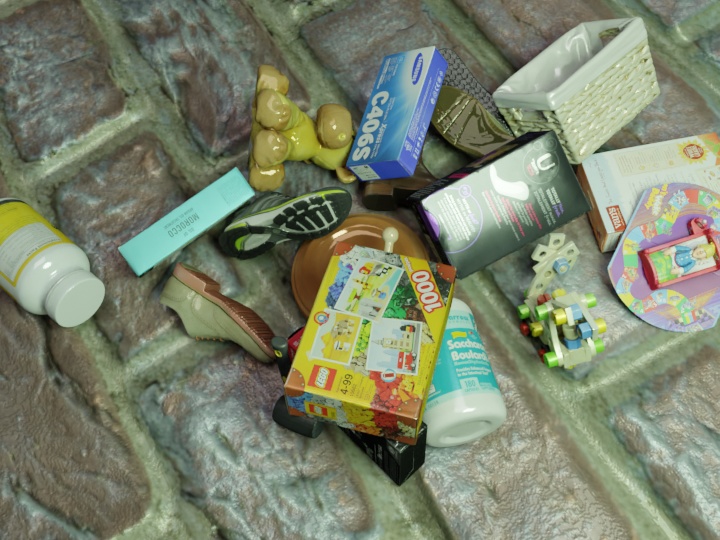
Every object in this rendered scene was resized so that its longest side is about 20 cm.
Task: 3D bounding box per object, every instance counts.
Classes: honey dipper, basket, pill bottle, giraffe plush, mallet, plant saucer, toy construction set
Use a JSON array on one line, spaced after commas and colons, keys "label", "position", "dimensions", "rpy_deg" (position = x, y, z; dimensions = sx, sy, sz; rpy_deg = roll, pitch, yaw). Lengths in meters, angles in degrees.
[{"label": "honey dipper", "position": [0.029, 0.041, 1.089], "dimensions": [0.038, 0.038, 0.200], "rpy_deg": [7, 86, 10]}, {"label": "basket", "position": [0.316, -0.256, 1.197], "dimensions": [0.200, 0.123, 0.136], "rpy_deg": [-40, 27, -15]}, {"label": "pill bottle", "position": [0.102, 0.110, 1.043], "dimensions": [0.111, 0.111, 0.200], "rpy_deg": [-15, 61, -3]}, {"label": "giraffe plush", "position": [-0.078, -0.193, 1.216], "dimensions": [0.162, 0.200, 0.173], "rpy_deg": [4, 83, -11]}, {"label": "mallet", "position": [-0.075, 0.143, 0.994], "dimensions": [0.066, 0.200, 0.041], "rpy_deg": [24, 58, 13]}, {"label": "plant saucer", "position": [0.000, 0.000, 1.159], "dimensions": [0.200, 0.037, 0.200], "rpy_deg": [-2, 61, 4]}, {"label": "toy construction set", "position": [0.244, 0.045, 1.041], "dimensions": [0.092, 0.131, 0.200], "rpy_deg": [-9, 34, 8]}, {"label": "pill bottle", "position": [-0.455, -0.009, 1.168], "dimensions": [0.200, 0.112, 0.112], "rpy_deg": [36, 70, 22]}]

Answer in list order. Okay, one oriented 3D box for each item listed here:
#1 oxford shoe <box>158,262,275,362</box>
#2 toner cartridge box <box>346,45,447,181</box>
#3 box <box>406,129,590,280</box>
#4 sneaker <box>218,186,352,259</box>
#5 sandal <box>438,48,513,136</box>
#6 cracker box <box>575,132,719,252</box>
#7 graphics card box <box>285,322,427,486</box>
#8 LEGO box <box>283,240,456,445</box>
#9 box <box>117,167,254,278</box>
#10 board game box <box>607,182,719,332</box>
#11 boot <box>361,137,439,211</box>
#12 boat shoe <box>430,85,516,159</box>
[{"label": "oxford shoe", "position": [-0.191, 0.072, 1.133], "dimensions": [0.200, 0.071, 0.074], "rpy_deg": [37, 95, 22]}, {"label": "toner cartridge box", "position": [0.054, -0.227, 1.204], "dimensions": [0.095, 0.043, 0.200], "rpy_deg": [-1, 62, 38]}, {"label": "box", "position": [0.181, -0.090, 1.113], "dimensions": [0.200, 0.106, 0.122], "rpy_deg": [-27, 100, -2]}, {"label": "sneaker", "position": [-0.107, -0.085, 1.181], "dimensions": [0.200, 0.074, 0.081], "rpy_deg": [-15, 43, 14]}, {"label": "sandal", "position": [0.170, -0.252, 1.271], "dimensions": [0.075, 0.045, 0.200], "rpy_deg": [-32, 77, 5]}, {"label": "cracker box", "position": [0.419, -0.110, 1.166], "dimensions": [0.200, 0.058, 0.134], "rpy_deg": [-10, 60, 0]}, {"label": "graphics card box", "position": [-0.005, 0.162, 1.016], "dimensions": [0.051, 0.126, 0.200], "rpy_deg": [-38, 63, -20]}, {"label": "LEGO box", "position": [0.016, 0.079, 0.949], "dimensions": [0.149, 0.077, 0.200], "rpy_deg": [12, 57, 9]}, {"label": "box", "position": [-0.248, -0.067, 1.188], "dimensions": [0.200, 0.082, 0.049], "rpy_deg": [-37, 96, -13]}, {"label": "board game box", "position": [0.423, -0.022, 1.083], "dimensions": [0.158, 0.039, 0.200], "rpy_deg": [27, 84, 4]}, {"label": "boot", "position": [0.098, -0.179, 1.241], "dimensions": [0.186, 0.064, 0.200], "rpy_deg": [5, 57, 6]}, {"label": "boat shoe", "position": [0.179, -0.195, 1.216], "dimensions": [0.201, 0.063, 0.073], "rpy_deg": [37, 93, 13]}]
